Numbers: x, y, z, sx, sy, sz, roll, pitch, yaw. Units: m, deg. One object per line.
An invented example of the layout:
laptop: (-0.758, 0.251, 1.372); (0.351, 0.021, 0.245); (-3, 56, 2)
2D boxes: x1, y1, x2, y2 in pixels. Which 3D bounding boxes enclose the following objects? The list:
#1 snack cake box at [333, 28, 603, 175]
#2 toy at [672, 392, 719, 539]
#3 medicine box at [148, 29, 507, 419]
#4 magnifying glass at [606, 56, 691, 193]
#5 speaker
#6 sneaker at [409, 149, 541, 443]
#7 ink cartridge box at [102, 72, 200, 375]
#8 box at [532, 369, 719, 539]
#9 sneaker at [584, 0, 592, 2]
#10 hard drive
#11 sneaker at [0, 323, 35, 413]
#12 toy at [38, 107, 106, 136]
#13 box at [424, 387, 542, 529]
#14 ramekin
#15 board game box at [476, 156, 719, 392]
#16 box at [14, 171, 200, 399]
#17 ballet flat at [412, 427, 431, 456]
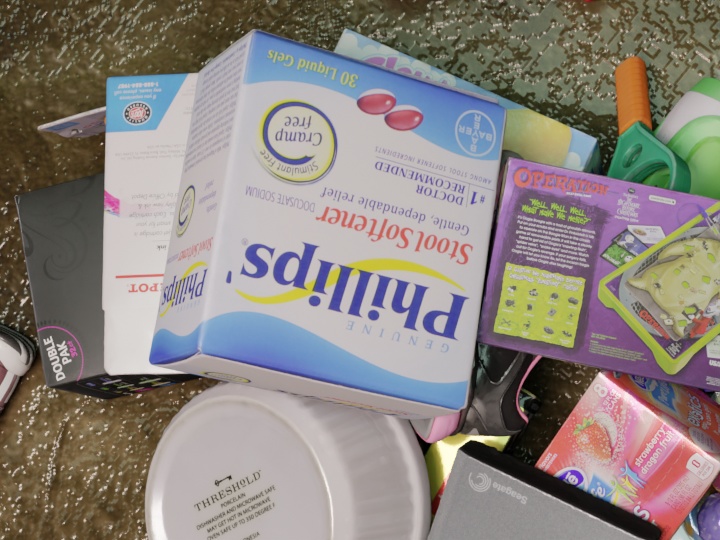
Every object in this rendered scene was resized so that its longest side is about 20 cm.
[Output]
snack cake box: (0.071, -0.093, 1.175); (0.199, 0.115, 0.068); (25, 88, 13)
toy: (0.278, 0.145, 1.135); (0.115, 0.047, 0.201); (32, 89, 15)
medicine box: (-0.019, -0.022, 1.021); (0.181, 0.103, 0.202); (14, 76, -22)
magnifying glass: (0.192, -0.083, 1.131); (0.022, 0.201, 0.080); (33, 127, -20)
speaker: (0.218, -0.033, 1.152); (0.088, 0.088, 0.201); (33, 90, 14)
sneaker: (0.094, 0.021, 1.095); (0.094, 0.079, 0.202); (10, 99, -17)
ink cartridge box: (-0.110, -0.028, 1.100); (0.114, 0.068, 0.202); (-1, 81, 10)
box: (0.160, 0.163, 1.101); (0.102, 0.095, 0.201); (36, 112, 14)
sneaker: (0.112, -0.235, 1.205); (0.199, 0.078, 0.116); (-33, 76, 7)
hard drive: (0.100, 0.228, 1.070); (0.139, 0.033, 0.202); (24, 110, 19)
sneaker: (-0.360, 0.070, 1.263); (0.199, 0.076, 0.116); (23, 91, 13)
toy: (-0.125, -0.112, 1.213); (0.198, 0.115, 0.048); (-17, 88, 8)
box: (0.058, 0.166, 1.164); (0.050, 0.075, 0.201); (31, 88, 13)
ramekin: (-0.058, 0.161, 1.106); (0.201, 0.094, 0.205); (1, 91, 32)
board game box: (0.178, 0.006, 1.033); (0.198, 0.032, 0.121); (12, 92, -1)
box: (-0.131, 0.001, 1.198); (0.198, 0.124, 0.150); (-13, 79, 10)
ballet flat: (-0.046, 0.126, 1.204); (0.198, 0.046, 0.068); (0, 83, 12)
